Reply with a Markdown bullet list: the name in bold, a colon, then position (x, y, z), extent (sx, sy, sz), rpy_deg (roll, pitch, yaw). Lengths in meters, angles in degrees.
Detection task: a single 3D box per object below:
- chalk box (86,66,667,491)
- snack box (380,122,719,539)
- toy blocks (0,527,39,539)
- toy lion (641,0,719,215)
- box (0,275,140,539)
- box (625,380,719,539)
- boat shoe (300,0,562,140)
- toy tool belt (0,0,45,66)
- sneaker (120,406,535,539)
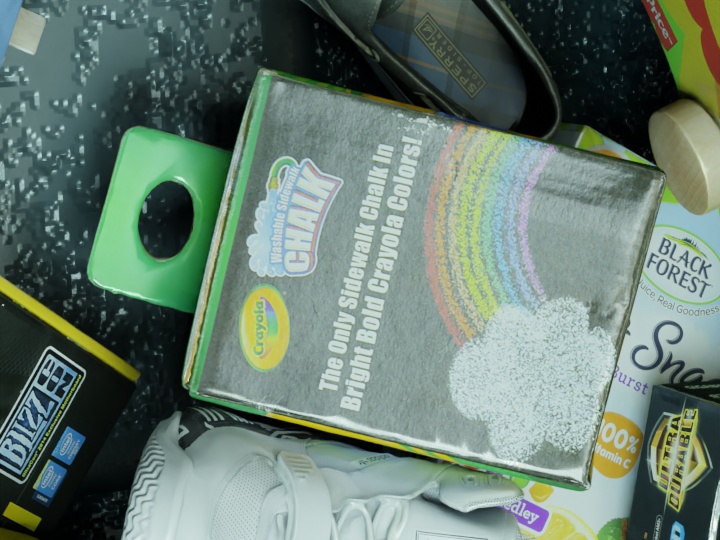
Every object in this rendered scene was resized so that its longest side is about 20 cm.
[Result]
- **chalk box**: position (0.000, 0.000, 1.024), extent (0.199, 0.124, 0.125), rpy_deg (15, 88, 0)
- **snack box**: position (0.094, 0.058, 1.136), extent (0.142, 0.053, 0.201), rpy_deg (28, 83, -28)
- **toy blocks**: position (-0.104, 0.184, 0.973), extent (0.199, 0.100, 0.137), rpy_deg (21, 98, -35)
- **toy lion**: position (0.147, -0.115, 1.034), extent (0.068, 0.192, 0.201), rpy_deg (-24, 82, -14)
- **box**: position (-0.176, 0.092, 0.963), extent (0.201, 0.049, 0.160), rpy_deg (-60, 154, -7)
- **box**: position (0.190, 0.127, 1.156), extent (0.199, 0.046, 0.160), rpy_deg (-1, 104, -44)
- **boat shoe**: position (0.009, -0.119, 1.070), extent (0.200, 0.057, 0.069), rpy_deg (43, 77, -24)
- **toy tool belt**: position (-0.159, -0.080, 0.957), extent (0.122, 0.125, 0.201), rpy_deg (22, 87, -18)
- **sneaker**: position (-0.007, 0.096, 0.983), extent (0.200, 0.114, 0.076), rpy_deg (8, 93, -70)
